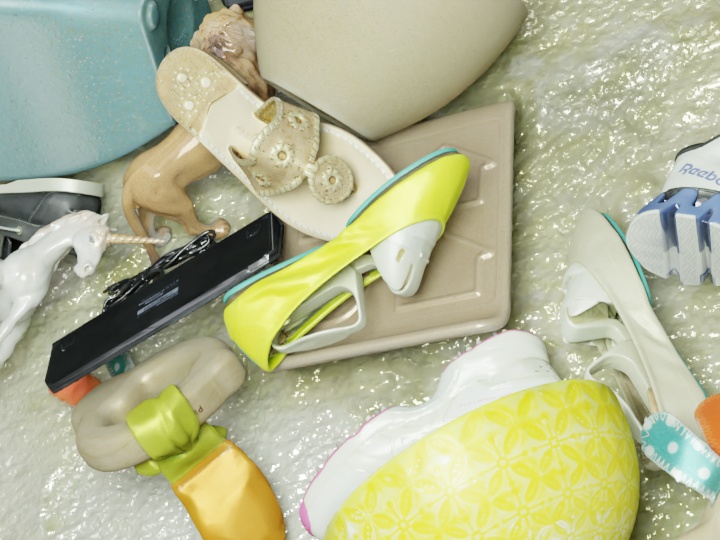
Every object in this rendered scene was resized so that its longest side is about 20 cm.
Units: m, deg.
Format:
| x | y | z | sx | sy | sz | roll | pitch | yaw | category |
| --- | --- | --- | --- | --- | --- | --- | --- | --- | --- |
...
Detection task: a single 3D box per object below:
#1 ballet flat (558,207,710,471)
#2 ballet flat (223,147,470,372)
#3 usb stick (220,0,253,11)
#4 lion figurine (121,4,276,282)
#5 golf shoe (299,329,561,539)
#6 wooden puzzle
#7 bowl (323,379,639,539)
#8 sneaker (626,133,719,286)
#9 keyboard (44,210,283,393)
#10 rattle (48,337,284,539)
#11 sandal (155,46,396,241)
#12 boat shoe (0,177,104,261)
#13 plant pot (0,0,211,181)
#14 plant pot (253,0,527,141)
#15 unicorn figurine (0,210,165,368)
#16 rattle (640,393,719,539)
| x | y | z | sx | sy | sz | roll | pitch | yaw | category |
| --- | --- | --- | --- | --- | --- | --- | --- | --- | --- |
| 0.163 | 0.044 | 1.040 | 0.069 | 0.069 | 0.201 | -32 | 55 | 10 | ballet flat |
| 0.000 | 0.000 | 1.087 | 0.199 | 0.067 | 0.067 | -33 | 66 | 10 | ballet flat |
| -0.023 | -0.250 | 1.307 | 0.198 | 0.033 | 0.056 | -11 | 61 | 22 | usb stick |
| -0.123 | -0.092 | 1.226 | 0.072 | 0.122 | 0.201 | 30 | 83 | 34 | lion figurine |
| 0.050 | 0.124 | 1.063 | 0.199 | 0.075 | 0.092 | -38 | 58 | 7 | golf shoe |
| 0.026 | -0.018 | 1.153 | 0.184 | 0.046 | 0.202 | -12 | 51 | 25 | wooden puzzle |
| 0.089 | 0.164 | 0.952 | 0.199 | 0.200 | 0.108 | -34 | 63 | 8 | bowl |
| 0.274 | -0.045 | 1.018 | 0.197 | 0.081 | 0.116 | 13 | 56 | 19 | sneaker |
| -0.141 | 0.017 | 1.188 | 0.199 | 0.021 | 0.127 | -30 | 24 | 10 | keyboard |
| -0.138 | 0.123 | 1.180 | 0.199 | 0.143 | 0.131 | -11 | 44 | 53 | rattle |
| -0.069 | -0.086 | 1.126 | 0.211 | 0.070 | 0.078 | 36 | 101 | 18 | sandal |
| -0.291 | -0.036 | 1.320 | 0.198 | 0.072 | 0.068 | -1 | 90 | 32 | boat shoe |
| -0.227 | -0.194 | 1.274 | 0.198 | 0.197 | 0.198 | 5 | 49 | 15 | plant pot |
| 0.001 | -0.172 | 1.167 | 0.199 | 0.200 | 0.135 | 30 | 92 | 35 | plant pot |
| -0.255 | 0.022 | 1.229 | 0.199 | 0.074 | 0.138 | -20 | 29 | 52 | unicorn figurine |
| 0.222 | 0.155 | 0.894 | 0.129 | 0.143 | 0.202 | 1 | 76 | 4 | rattle |
